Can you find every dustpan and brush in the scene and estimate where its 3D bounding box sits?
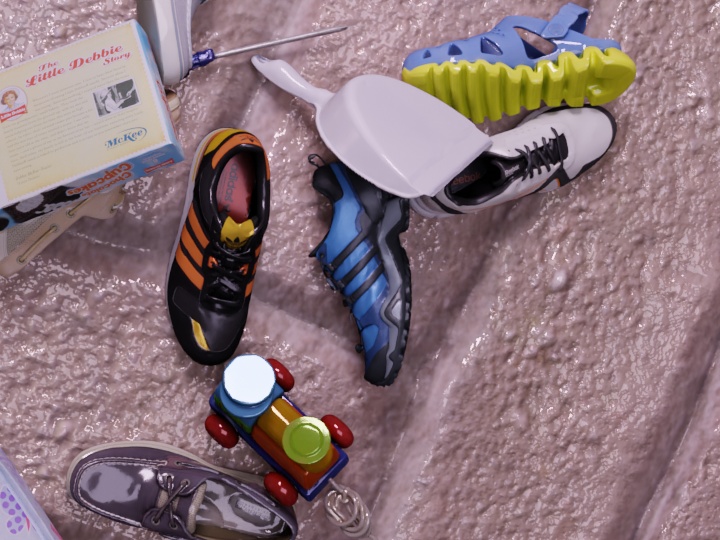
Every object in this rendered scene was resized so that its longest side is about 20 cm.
[{"bbox_3d":[-0.004,-0.130,1.186,0.200,0.140,0.057,41,127,6],"label":"dustpan and brush"}]

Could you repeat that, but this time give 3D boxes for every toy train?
[{"bbox_3d":[-0.039,0.150,1.172,0.200,0.116,0.085,43,76,9],"label":"toy train"}]

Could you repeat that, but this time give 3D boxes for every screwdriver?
[{"bbox_3d":[-0.106,-0.184,1.192,0.200,0.028,0.029,-19,110,-12],"label":"screwdriver"}]

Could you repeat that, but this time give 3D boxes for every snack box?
[{"bbox_3d":[-0.244,-0.104,1.102,0.200,0.037,0.116,-20,68,3],"label":"snack box"}]

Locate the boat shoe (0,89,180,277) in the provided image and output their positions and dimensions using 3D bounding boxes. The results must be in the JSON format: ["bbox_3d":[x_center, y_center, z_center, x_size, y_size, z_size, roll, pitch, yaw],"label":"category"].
[{"bbox_3d":[-0.221,-0.071,1.154,0.200,0.072,0.065,-37,115,-9],"label":"boat shoe"}]

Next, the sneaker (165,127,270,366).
[{"bbox_3d":[-0.114,-0.017,1.177,0.070,0.090,0.200,7,94,-17],"label":"sneaker"}]

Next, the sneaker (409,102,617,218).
[{"bbox_3d":[0.141,-0.091,1.251,0.200,0.080,0.074,-23,100,-14],"label":"sneaker"}]

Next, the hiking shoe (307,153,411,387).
[{"bbox_3d":[0.000,0.000,1.233,0.087,0.074,0.200,-1,94,4],"label":"hiking shoe"}]

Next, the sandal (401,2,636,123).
[{"bbox_3d":[0.132,-0.183,1.250,0.200,0.080,0.087,-5,61,-9],"label":"sandal"}]

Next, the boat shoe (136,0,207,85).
[{"bbox_3d":[-0.142,-0.248,1.147,0.071,0.070,0.201,-5,86,-18],"label":"boat shoe"}]

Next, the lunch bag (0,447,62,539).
[{"bbox_3d":[-0.315,0.245,1.131,0.170,0.127,0.200,-34,94,-13],"label":"lunch bag"}]

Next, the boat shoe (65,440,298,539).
[{"bbox_3d":[-0.144,0.191,1.204,0.200,0.065,0.072,18,91,-18],"label":"boat shoe"}]
